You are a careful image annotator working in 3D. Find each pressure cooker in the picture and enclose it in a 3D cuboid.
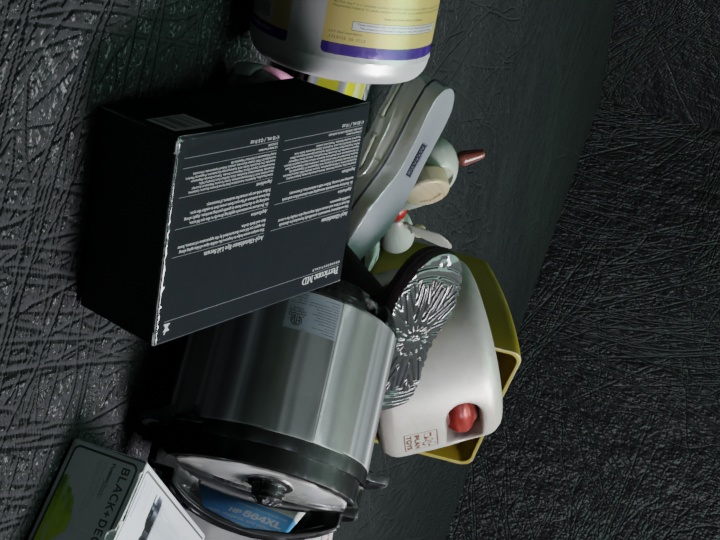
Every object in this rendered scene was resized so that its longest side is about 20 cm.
[{"bbox_3d":[-0.071,0.112,1.039,0.179,0.174,0.203,44,54,-56],"label":"pressure cooker"}]

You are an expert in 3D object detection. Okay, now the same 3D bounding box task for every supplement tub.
[{"bbox_3d":[-0.002,-0.256,0.978,0.145,0.144,0.203,-44,148,-64],"label":"supplement tub"}]

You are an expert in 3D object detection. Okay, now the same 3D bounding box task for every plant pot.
[{"bbox_3d":[0.067,0.077,1.527,0.178,0.197,0.201,-82,-172,-46],"label":"plant pot"}]

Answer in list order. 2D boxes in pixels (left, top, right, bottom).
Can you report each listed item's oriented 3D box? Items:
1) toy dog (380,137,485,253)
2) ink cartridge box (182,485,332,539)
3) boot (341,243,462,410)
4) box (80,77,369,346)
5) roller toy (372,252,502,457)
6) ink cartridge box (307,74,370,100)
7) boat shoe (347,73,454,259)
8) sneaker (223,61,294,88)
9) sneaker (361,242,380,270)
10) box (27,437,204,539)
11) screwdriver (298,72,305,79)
[{"bbox_3d":[0.075,-0.090,1.403,0.200,0.095,0.134,139,-53,-78],"label":"toy dog"},{"bbox_3d":[-0.100,0.226,1.183,0.200,0.124,0.130,-47,150,-61],"label":"ink cartridge box"},{"bbox_3d":[0.000,0.001,1.183,0.065,0.200,0.166,3,122,-35],"label":"boot"},{"bbox_3d":[-0.090,-0.048,0.896,0.199,0.078,0.143,-18,123,-51],"label":"box"},{"bbox_3d":[0.057,0.088,1.299,0.200,0.138,0.185,-121,-162,-78],"label":"roller toy"},{"bbox_3d":[-0.013,-0.181,1.175,0.198,0.046,0.202,61,48,-84],"label":"ink cartridge box"},{"bbox_3d":[0.017,-0.105,1.275,0.202,0.065,0.072,-62,157,4],"label":"boat shoe"},{"bbox_3d":[-0.068,-0.069,1.025,0.096,0.078,0.201,-60,145,-36],"label":"sneaker"},{"bbox_3d":[-0.006,-0.057,1.385,0.115,0.075,0.203,-62,172,-69],"label":"sneaker"},{"bbox_3d":[-0.184,0.216,0.973,0.201,0.059,0.118,77,32,-65],"label":"box"},{"bbox_3d":[-0.053,-0.154,1.124,0.028,0.029,0.202,69,44,-68],"label":"screwdriver"}]
